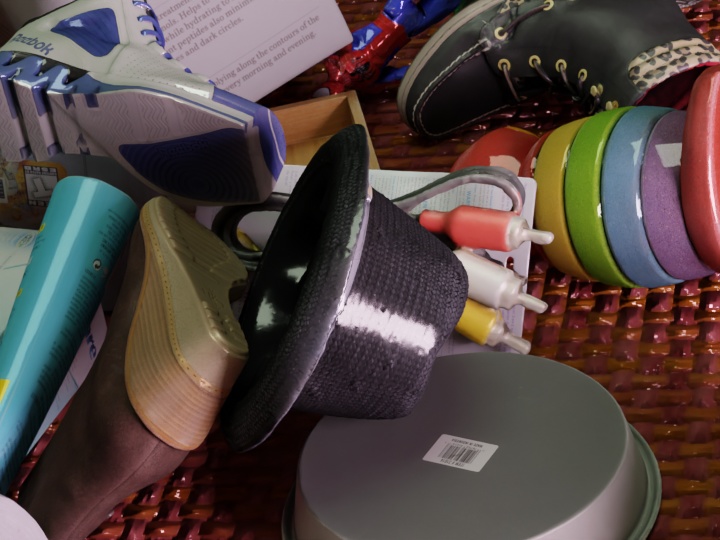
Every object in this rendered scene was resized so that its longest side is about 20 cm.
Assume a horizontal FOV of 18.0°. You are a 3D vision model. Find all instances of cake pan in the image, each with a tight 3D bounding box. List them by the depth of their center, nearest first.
[{"bbox_3d":[0.055,0.107,1.179,0.200,0.037,0.200,-8,32,5],"label":"cake pan"}]

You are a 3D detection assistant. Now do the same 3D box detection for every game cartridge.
[{"bbox_3d":[-0.216,-0.035,1.389,0.200,0.133,0.042,5,34,8],"label":"game cartridge"}]

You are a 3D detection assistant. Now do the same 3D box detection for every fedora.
[{"bbox_3d":[-0.002,0.021,1.188,0.092,0.201,0.201,23,32,-11],"label":"fedora"}]

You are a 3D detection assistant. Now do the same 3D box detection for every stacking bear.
[{"bbox_3d":[0.140,-0.046,1.331,0.200,0.121,0.114,-2,72,35],"label":"stacking bear"}]

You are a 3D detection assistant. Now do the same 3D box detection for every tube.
[{"bbox_3d":[-0.176,0.044,1.246,0.050,0.077,0.200,13,62,9],"label":"tube"}]

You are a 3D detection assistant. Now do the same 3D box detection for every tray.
[{"bbox_3d":[-0.034,-0.046,1.449,0.099,0.037,0.200,-12,33,-2],"label":"tray"}]

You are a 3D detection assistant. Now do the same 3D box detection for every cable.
[{"bbox_3d":[0.013,-0.022,1.270,0.200,0.097,0.050,14,15,9],"label":"cable"}]

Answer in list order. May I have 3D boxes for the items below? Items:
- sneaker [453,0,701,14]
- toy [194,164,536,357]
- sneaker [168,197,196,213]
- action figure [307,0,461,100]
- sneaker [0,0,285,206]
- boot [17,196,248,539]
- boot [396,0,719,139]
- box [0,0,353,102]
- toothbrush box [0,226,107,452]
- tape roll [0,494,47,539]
[{"bbox_3d":[0.165,-0.186,1.585,0.200,0.078,0.085,-16,38,9],"label":"sneaker"},{"bbox_3d":[0.000,0.000,1.326,0.200,0.115,0.047,4,-10,10],"label":"toy"},{"bbox_3d":[-0.175,-0.045,1.445,0.200,0.093,0.070,3,36,1],"label":"sneaker"},{"bbox_3d":[0.042,-0.172,1.544,0.200,0.065,0.099,-44,25,8],"label":"action figure"},{"bbox_3d":[-0.130,-0.114,1.314,0.199,0.081,0.115,13,47,18],"label":"sneaker"},{"bbox_3d":[-0.134,0.057,1.229,0.166,0.072,0.200,-47,24,14],"label":"boot"},{"bbox_3d":[0.134,-0.122,1.475,0.200,0.073,0.151,-31,47,-2],"label":"boot"},{"bbox_3d":[-0.152,-0.195,1.538,0.199,0.171,0.200,-33,28,-9],"label":"box"},{"bbox_3d":[-0.256,0.059,1.306,0.146,0.085,0.200,6,34,23],"label":"toothbrush box"},{"bbox_3d":[-0.223,0.179,0.997,0.066,0.200,0.200,19,43,37],"label":"tape roll"}]
